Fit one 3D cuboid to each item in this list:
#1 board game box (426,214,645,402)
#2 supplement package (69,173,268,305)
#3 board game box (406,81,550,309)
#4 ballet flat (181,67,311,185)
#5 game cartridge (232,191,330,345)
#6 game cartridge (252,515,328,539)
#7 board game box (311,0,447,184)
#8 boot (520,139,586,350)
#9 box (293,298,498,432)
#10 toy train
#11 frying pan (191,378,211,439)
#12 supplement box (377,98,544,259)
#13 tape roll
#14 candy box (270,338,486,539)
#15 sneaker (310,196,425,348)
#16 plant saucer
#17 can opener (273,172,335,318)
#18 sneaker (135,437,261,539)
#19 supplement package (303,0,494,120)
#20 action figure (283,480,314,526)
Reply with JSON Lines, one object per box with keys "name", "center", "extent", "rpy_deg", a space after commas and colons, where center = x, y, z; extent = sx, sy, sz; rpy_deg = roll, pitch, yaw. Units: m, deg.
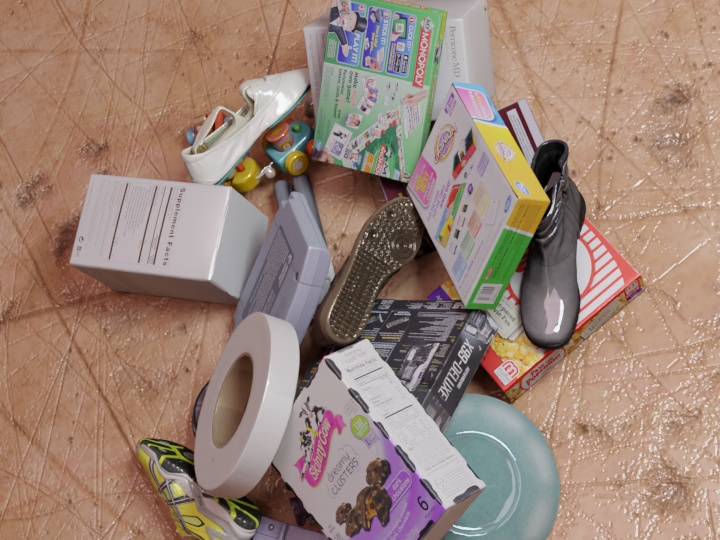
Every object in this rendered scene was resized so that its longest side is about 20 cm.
{"name": "board game box", "center": [0.197, 0.026, 1.593], "extent": [0.199, 0.046, 0.152], "rpy_deg": [-40, 61, 0]}
{"name": "supplement package", "center": [-0.233, -0.037, 1.729], "extent": [0.197, 0.121, 0.121], "rpy_deg": [7, 76, 21]}
{"name": "board game box", "center": [0.122, -0.082, 1.522], "extent": [0.040, 0.154, 0.201], "rpy_deg": [3, 42, -26]}
{"name": "ballet flat", "center": [-0.139, -0.186, 1.700], "extent": [0.200, 0.070, 0.069], "rpy_deg": [-46, 61, -5]}
{"name": "game cartridge", "center": [-0.092, 0.028, 1.624], "extent": [0.134, 0.040, 0.202], "rpy_deg": [-111, 39, -51]}
{"name": "game cartridge", "center": [-0.042, 0.358, 1.548], "extent": [0.198, 0.038, 0.131], "rpy_deg": [11, 68, 24]}
{"name": "board game box", "center": [0.020, -0.211, 1.620], "extent": [0.133, 0.029, 0.203], "rpy_deg": [15, 113, 15]}
{"name": "boot", "center": [0.197, -0.027, 1.513], "extent": [0.069, 0.132, 0.203], "rpy_deg": [-1, 68, 17]}
{"name": "box", "center": [0.035, 0.105, 1.553], "extent": [0.198, 0.050, 0.159], "rpy_deg": [-1, 48, 43]}
{"name": "toy train", "center": [-0.139, -0.172, 1.775], "extent": [0.197, 0.056, 0.152], "rpy_deg": [-13, 54, 20]}
{"name": "frying pan", "center": [-0.142, 0.184, 1.635], "extent": [0.115, 0.031, 0.191], "rpy_deg": [-44, 44, 8]}
{"name": "supplement box", "center": [0.129, -0.107, 1.666], "extent": [0.198, 0.061, 0.110], "rpy_deg": [-24, 62, 9]}
{"name": "tape roll", "center": [-0.126, 0.147, 1.536], "extent": [0.203, 0.037, 0.205], "rpy_deg": [-49, 31, 43]}
{"name": "candy box", "center": [0.009, 0.203, 1.452], "extent": [0.200, 0.071, 0.168], "rpy_deg": [49, 131, 20]}
{"name": "sneaker", "center": [0.000, 0.000, 1.600], "extent": [0.201, 0.070, 0.075], "rpy_deg": [-56, 17, -25]}
{"name": "plant saucer", "center": [0.117, 0.229, 1.503], "extent": [0.198, 0.039, 0.204], "rpy_deg": [0, 76, -1]}
{"name": "can opener", "center": [-0.067, -0.033, 1.708], "extent": [0.052, 0.067, 0.202], "rpy_deg": [-19, 58, 10]}
{"name": "sneaker", "center": [-0.202, 0.262, 1.624], "extent": [0.199, 0.075, 0.077], "rpy_deg": [36, 105, 37]}
{"name": "supplement package", "center": [0.049, -0.251, 1.689], "extent": [0.197, 0.120, 0.123], "rpy_deg": [0, 112, 20]}
{"name": "action figure", "center": [0.013, 0.217, 1.571], "extent": [0.198, 0.070, 0.131], "rpy_deg": [-21, 56, 6]}
